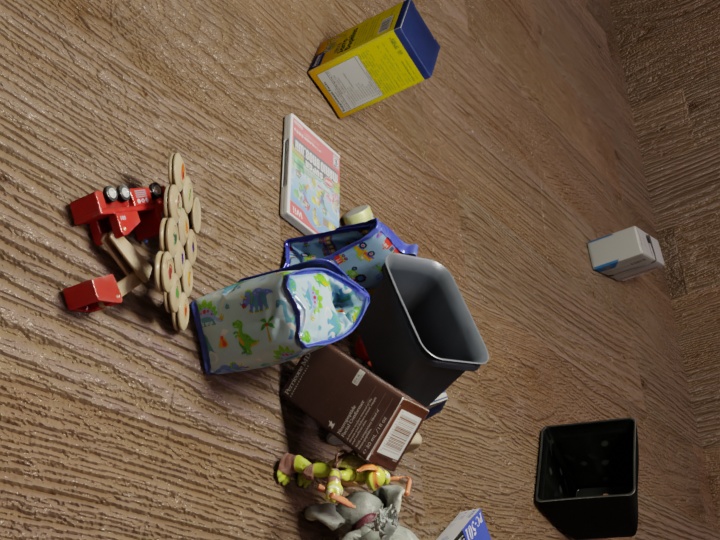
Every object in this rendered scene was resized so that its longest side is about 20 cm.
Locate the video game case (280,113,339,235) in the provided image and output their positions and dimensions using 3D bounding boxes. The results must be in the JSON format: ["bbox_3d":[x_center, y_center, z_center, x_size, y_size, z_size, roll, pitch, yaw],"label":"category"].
[{"bbox_3d":[-0.081,-0.143,1.802,0.143,0.017,0.201,38,43,-45],"label":"video game case"}]

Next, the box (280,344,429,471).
[{"bbox_3d":[-0.010,0.183,1.523,0.075,0.199,0.101,32,88,-46],"label":"box"}]

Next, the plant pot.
[{"bbox_3d":[0.485,0.446,2.254,0.200,0.198,0.178,-73,147,-48],"label":"plant pot"}]

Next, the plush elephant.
[{"bbox_3d":[0.008,0.380,1.522,0.155,0.163,0.202,-130,-139,-62],"label":"plush elephant"}]

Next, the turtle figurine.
[{"bbox_3d":[-0.031,0.275,1.476,0.199,0.160,0.065,0,90,-58],"label":"turtle figurine"}]

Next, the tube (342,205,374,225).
[{"bbox_3d":[0.028,-0.012,1.884,0.058,0.052,0.201,-29,105,-19],"label":"tube"}]

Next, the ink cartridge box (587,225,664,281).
[{"bbox_3d":[0.734,-0.044,3.009,0.200,0.144,0.085,18,57,-56],"label":"ink cartridge box"}]

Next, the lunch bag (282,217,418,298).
[{"bbox_3d":[0.000,0.000,1.664,0.151,0.199,0.095,45,38,-38],"label":"lunch bag"}]

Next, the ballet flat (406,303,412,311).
[{"bbox_3d":[0.049,0.070,1.774,0.200,0.074,0.075,104,-20,-68],"label":"ballet flat"}]

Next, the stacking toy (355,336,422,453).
[{"bbox_3d":[0.033,0.193,1.740,0.085,0.085,0.201,17,52,-55],"label":"stacking toy"}]

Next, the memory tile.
[{"bbox_3d":[-0.232,-0.036,1.400,0.154,0.017,0.201,84,5,-58],"label":"memory tile"}]

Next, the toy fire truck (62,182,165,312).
[{"bbox_3d":[-0.292,-0.031,1.337,0.200,0.048,0.142,-14,86,-63],"label":"toy fire truck"}]

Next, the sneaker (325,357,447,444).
[{"bbox_3d":[0.028,0.182,1.659,0.081,0.198,0.116,110,-35,-61],"label":"sneaker"}]

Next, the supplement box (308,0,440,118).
[{"bbox_3d":[0.025,-0.375,1.936,0.109,0.199,0.110,53,33,-28],"label":"supplement box"}]

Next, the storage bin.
[{"bbox_3d":[0.084,0.097,1.594,0.145,0.135,0.201,9,43,-34],"label":"storage bin"}]

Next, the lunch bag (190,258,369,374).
[{"bbox_3d":[-0.102,0.060,1.482,0.200,0.169,0.129,-4,81,-60],"label":"lunch bag"}]

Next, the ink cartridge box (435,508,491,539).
[{"bbox_3d":[0.163,0.480,1.810,0.200,0.044,0.095,-27,98,-61],"label":"ink cartridge box"}]
